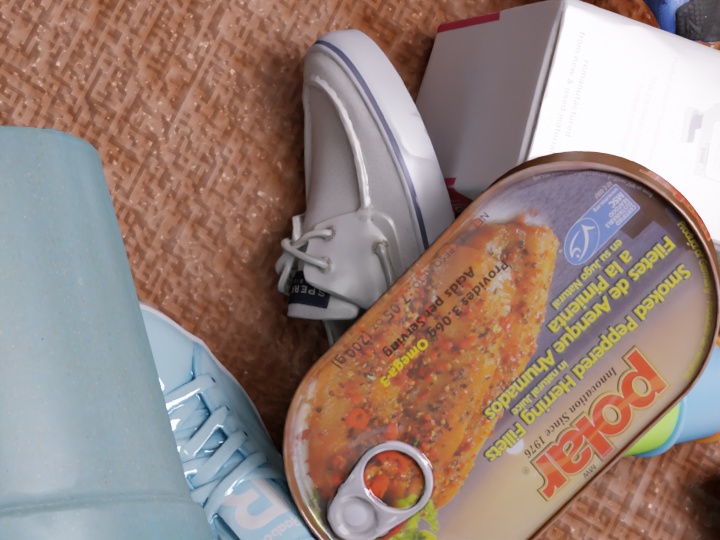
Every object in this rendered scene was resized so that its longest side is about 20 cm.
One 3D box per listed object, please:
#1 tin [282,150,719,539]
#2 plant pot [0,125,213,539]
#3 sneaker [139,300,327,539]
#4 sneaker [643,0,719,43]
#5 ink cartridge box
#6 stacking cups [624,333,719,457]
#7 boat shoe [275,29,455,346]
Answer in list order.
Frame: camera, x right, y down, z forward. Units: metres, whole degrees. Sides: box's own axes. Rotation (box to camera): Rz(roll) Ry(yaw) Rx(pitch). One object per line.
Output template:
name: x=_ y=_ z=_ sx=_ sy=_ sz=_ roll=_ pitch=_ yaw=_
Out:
tin: x=0.057 y=0.040 z=1.107 sx=0.112 sy=0.042 sz=0.200 roll=45 pitch=108 yaw=1
plant pot: x=-0.157 y=0.058 z=1.067 sx=0.200 sy=0.200 sz=0.196 roll=-7 pitch=78 yaw=-22
sneaker: x=-0.048 y=0.094 z=1.153 sx=0.074 sy=0.082 sz=0.200 roll=-38 pitch=99 yaw=-25
sneaker: x=0.100 y=-0.160 z=1.215 sx=0.089 sy=0.200 sz=0.079 roll=-16 pitch=133 yaw=-9
ink cartridge box: x=0.136 y=-0.043 z=1.207 sx=0.200 sy=0.146 sz=0.083 roll=17 pitch=84 yaw=-19
stacking cups: x=0.136 y=0.053 z=1.214 sx=0.200 sy=0.060 sz=0.061 roll=-6 pitch=85 yaw=-40
boat shoe: x=0.000 y=0.000 z=1.194 sx=0.070 sy=0.071 sz=0.200 roll=-18 pitch=99 yaw=-22
